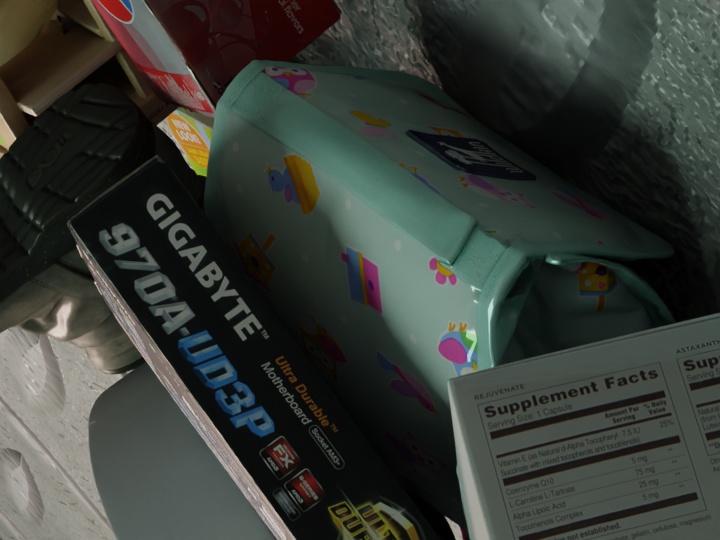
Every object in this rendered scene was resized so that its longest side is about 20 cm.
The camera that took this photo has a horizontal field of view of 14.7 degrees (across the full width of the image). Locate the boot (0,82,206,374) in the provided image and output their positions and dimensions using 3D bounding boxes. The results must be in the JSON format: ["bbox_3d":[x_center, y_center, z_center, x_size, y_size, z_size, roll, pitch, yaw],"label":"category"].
[{"bbox_3d":[-0.136,0.017,1.186,0.131,0.200,0.068,44,-168,-52],"label":"boot"}]

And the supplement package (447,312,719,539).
[{"bbox_3d":[0.127,0.137,0.936,0.152,0.150,0.200,80,176,-61],"label":"supplement package"}]

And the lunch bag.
[{"bbox_3d":[0.038,0.010,1.081,0.170,0.122,0.200,38,166,38],"label":"lunch bag"}]

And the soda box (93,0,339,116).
[{"bbox_3d":[-0.095,-0.161,1.102,0.200,0.070,0.063,57,161,-25],"label":"soda box"}]

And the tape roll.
[{"bbox_3d":[-0.032,0.117,1.247,0.200,0.066,0.200,49,-163,-20],"label":"tape roll"}]

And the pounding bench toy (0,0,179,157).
[{"bbox_3d":[-0.173,-0.119,1.198,0.124,0.200,0.156,31,156,48],"label":"pounding bench toy"}]

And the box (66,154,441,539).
[{"bbox_3d":[-0.032,0.063,1.072,0.200,0.046,0.159,53,174,10],"label":"box"}]

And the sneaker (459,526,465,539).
[{"bbox_3d":[0.095,0.145,1.292,0.200,0.088,0.082,92,165,-74],"label":"sneaker"}]

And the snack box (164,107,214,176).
[{"bbox_3d":[0.000,0.000,1.273,0.142,0.053,0.200,28,154,49],"label":"snack box"}]

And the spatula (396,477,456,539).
[{"bbox_3d":[-0.002,0.071,1.205,0.056,0.021,0.200,31,-171,-34],"label":"spatula"}]
